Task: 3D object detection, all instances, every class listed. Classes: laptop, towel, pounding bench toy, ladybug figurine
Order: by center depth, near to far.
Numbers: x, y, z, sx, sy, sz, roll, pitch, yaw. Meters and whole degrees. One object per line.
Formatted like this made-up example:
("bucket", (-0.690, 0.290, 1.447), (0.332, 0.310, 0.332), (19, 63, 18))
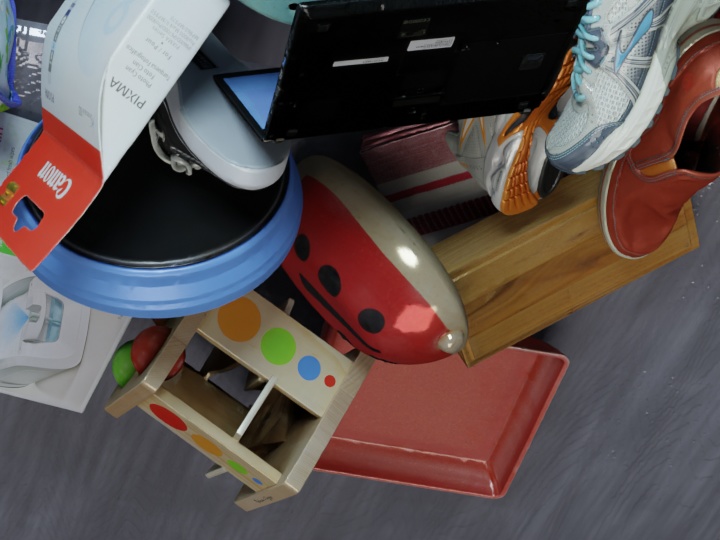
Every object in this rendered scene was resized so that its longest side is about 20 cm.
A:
("laptop", (0.019, -0.140, 1.079), (0.176, 0.104, 0.200), (-9, 153, -17))
("ladybug figurine", (0.000, 0.000, 1.288), (0.072, 0.200, 0.136), (-35, 139, -15))
("towel", (0.096, -0.048, 1.362), (0.143, 0.023, 0.201), (-16, 135, 12))
("pounding bench toy", (-0.111, 0.086, 1.389), (0.155, 0.125, 0.200), (36, 157, -10))

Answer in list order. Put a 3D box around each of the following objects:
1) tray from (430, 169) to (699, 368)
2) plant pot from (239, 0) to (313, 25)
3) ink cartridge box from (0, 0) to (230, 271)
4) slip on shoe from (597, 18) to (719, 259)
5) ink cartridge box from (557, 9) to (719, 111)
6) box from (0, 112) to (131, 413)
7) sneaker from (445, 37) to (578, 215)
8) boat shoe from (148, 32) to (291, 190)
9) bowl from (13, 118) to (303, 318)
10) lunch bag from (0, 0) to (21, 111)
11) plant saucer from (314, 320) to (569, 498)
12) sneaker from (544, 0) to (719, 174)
("tray", (0.149, -0.015, 1.332), (0.199, 0.037, 0.099), (-27, 133, -5))
("plant pot", (-0.024, -0.239, 1.070), (0.198, 0.162, 0.202), (0, 136, 0))
("ink cartridge box", (-0.176, -0.109, 1.125), (0.047, 0.160, 0.201), (38, 88, -27))
("slip on shoe", (0.216, -0.077, 1.241), (0.073, 0.061, 0.201), (-8, 140, -27))
("ink cartridge box", (0.228, -0.181, 1.213), (0.174, 0.045, 0.201), (8, 135, -7))
("box", (-0.254, -0.009, 1.347), (0.175, 0.097, 0.200), (17, 134, -19))
("sneaker", (0.096, -0.138, 1.211), (0.075, 0.092, 0.201), (-21, 137, -38))
("boat shoe", (-0.107, -0.099, 1.185), (0.073, 0.199, 0.069), (-12, 132, -32))
("bowl", (-0.137, -0.056, 1.223), (0.198, 0.202, 0.040), (2, 137, -2))
("lunch bag", (-0.310, -0.156, 1.122), (0.168, 0.129, 0.200), (-4, 173, 1))
("plant saucer", (0.049, 0.104, 1.494), (0.198, 0.037, 0.200), (9, 137, -9))
("sneaker", (0.158, -0.156, 1.141), (0.086, 0.078, 0.201), (19, 113, -24))
